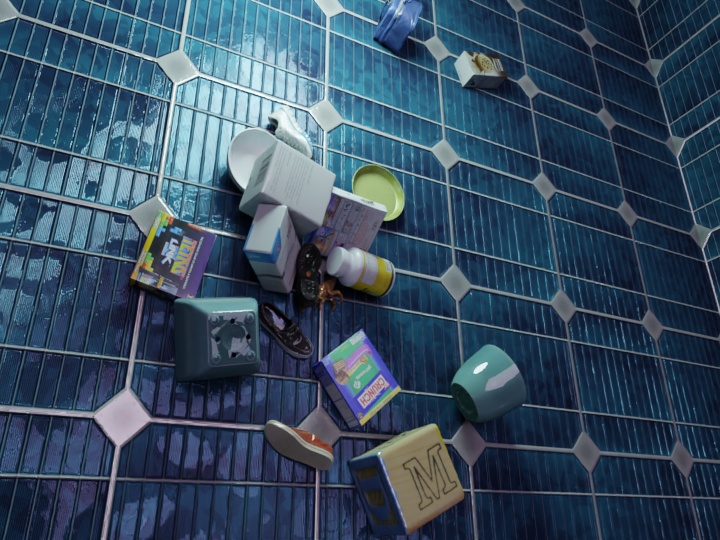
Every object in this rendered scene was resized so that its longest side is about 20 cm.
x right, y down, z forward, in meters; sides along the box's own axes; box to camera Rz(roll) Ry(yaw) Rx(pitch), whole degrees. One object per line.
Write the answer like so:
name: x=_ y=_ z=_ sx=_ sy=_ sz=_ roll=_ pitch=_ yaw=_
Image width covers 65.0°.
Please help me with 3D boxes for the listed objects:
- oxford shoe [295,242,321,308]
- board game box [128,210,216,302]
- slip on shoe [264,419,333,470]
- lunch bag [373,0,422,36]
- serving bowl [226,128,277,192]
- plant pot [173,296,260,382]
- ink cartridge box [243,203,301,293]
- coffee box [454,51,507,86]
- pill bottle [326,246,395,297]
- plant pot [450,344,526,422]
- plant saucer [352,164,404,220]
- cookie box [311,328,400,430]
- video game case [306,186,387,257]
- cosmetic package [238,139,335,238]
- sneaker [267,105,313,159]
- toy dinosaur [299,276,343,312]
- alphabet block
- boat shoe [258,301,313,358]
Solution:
oxford shoe: x=-0.154 y=0.013 z=1.581 sx=0.070 sy=0.085 sz=0.205 roll=15 pitch=52 yaw=-16
board game box: x=-0.478 y=-0.028 z=1.452 sx=0.161 sy=0.057 sz=0.206 roll=22 pitch=60 yaw=-18
slip on shoe: x=-0.155 y=0.434 z=1.429 sx=0.196 sy=0.075 sz=0.062 roll=29 pitch=23 yaw=-8
lunch bag: x=0.132 y=-0.931 z=2.098 sx=0.129 sy=0.200 sz=0.139 roll=26 pitch=63 yaw=-12
serving bowl: x=-0.306 y=-0.304 z=1.651 sx=0.195 sy=0.065 sz=0.208 roll=10 pitch=74 yaw=-35
plant pot: x=-0.326 y=0.161 z=1.338 sx=0.190 sy=0.198 sz=0.204 roll=-1 pitch=85 yaw=-28
ink cartridge box: x=-0.229 y=-0.056 z=1.509 sx=0.081 sy=0.202 sz=0.149 roll=6 pitch=60 yaw=12
coffee box: x=0.495 y=-0.821 z=2.321 sx=0.195 sy=0.080 sz=0.116 roll=-8 pitch=72 yaw=-31
pill bottle: x=0.000 y=0.000 z=1.645 sx=0.196 sy=0.111 sz=0.116 roll=20 pitch=59 yaw=-36
plant pot: x=0.363 y=0.350 z=1.674 sx=0.158 sy=0.201 sz=0.205 roll=-26 pitch=81 yaw=-21
plant saucer: x=0.054 y=-0.250 z=1.858 sx=0.194 sy=0.031 sz=0.207 roll=11 pitch=64 yaw=-23
cookie box: x=-0.010 y=0.298 z=1.555 sx=0.169 sy=0.075 sz=0.203 roll=-32 pitch=87 yaw=-36
video game case: x=-0.043 y=-0.125 z=1.653 sx=0.176 sy=0.203 sz=0.046 roll=16 pitch=30 yaw=-22
cosmetic package: x=-0.201 y=-0.216 z=1.566 sx=0.197 sy=0.163 sz=0.170 roll=28 pitch=65 yaw=-27
sneaker: x=-0.220 y=-0.414 z=1.763 sx=0.085 sy=0.075 sz=0.202 roll=-30 pitch=77 yaw=-27
toy dinosaur: x=-0.094 y=0.053 z=1.625 sx=0.106 sy=0.060 sz=0.200 roll=46 pitch=55 yaw=-1
alphabet block: x=0.113 y=0.535 z=1.450 sx=0.195 sy=0.195 sz=0.202 roll=-16 pitch=78 yaw=-31
boat shoe: x=-0.199 y=0.156 z=1.518 sx=0.200 sy=0.066 sz=0.070 roll=45 pitch=55 yaw=-4
